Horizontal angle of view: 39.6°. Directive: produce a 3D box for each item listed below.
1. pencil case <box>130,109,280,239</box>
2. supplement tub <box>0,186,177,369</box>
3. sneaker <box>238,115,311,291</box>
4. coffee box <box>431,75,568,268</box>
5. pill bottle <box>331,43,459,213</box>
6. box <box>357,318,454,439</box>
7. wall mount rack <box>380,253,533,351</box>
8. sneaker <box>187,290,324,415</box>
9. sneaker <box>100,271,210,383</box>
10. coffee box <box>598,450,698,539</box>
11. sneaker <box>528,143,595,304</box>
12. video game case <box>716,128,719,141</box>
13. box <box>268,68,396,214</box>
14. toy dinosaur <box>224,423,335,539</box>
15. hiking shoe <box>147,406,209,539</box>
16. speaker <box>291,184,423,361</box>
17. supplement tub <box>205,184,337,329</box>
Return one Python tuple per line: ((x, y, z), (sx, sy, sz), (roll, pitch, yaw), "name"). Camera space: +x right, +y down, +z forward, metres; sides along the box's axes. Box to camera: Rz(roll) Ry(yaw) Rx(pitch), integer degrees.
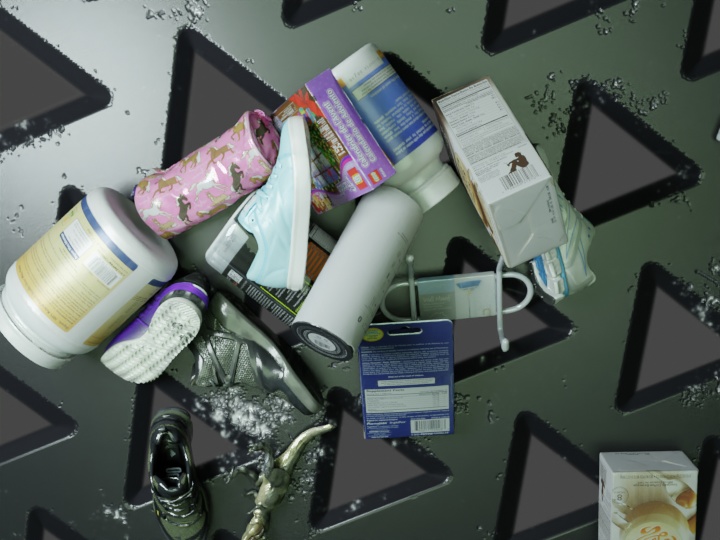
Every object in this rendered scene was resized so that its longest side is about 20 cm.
((-0.182, -0.116, 1.213), (0.199, 0.083, 0.087), (-26, 105, 24), "pencil case")
((-0.341, 0.011, 1.231), (0.200, 0.144, 0.145), (-41, 97, 6), "supplement tub")
((-0.096, -0.074, 1.123), (0.081, 0.074, 0.202), (3, 104, -5), "sneaker")
((0.160, -0.118, 1.166), (0.079, 0.201, 0.113), (-23, 136, 3), "coffee box")
((0.030, -0.164, 1.215), (0.112, 0.112, 0.200), (-36, 97, 6), "pill bottle")
((0.058, 0.131, 1.260), (0.120, 0.033, 0.201), (-3, 129, 1), "box")
((0.121, 0.029, 1.244), (0.198, 0.075, 0.175), (-6, 125, 2), "wall mount rack")
((-0.143, 0.131, 1.286), (0.199, 0.076, 0.114), (42, 99, -3), "sneaker")
((-0.251, 0.067, 1.276), (0.069, 0.100, 0.200), (40, 128, -20), "sneaker")
((0.375, 0.345, 1.311), (0.113, 0.080, 0.202), (-2, 99, 1), "coffee box")
((0.248, -0.064, 1.260), (0.086, 0.075, 0.202), (-16, 99, -17), "sneaker")
((0.570, -0.218, 1.246), (0.199, 0.024, 0.183), (18, 99, -2), "video game case")
((-0.044, -0.145, 1.178), (0.039, 0.200, 0.137), (-37, 97, -19), "box")
((-0.122, 0.268, 1.321), (0.088, 0.047, 0.201), (29, 98, -19), "toy dinosaur")
((-0.245, 0.285, 1.296), (0.075, 0.101, 0.202), (-9, 99, 3), "hiking shoe")
((0.000, 0.000, 1.156), (0.081, 0.081, 0.201), (30, 66, -4), "speaker")
((-0.081, -0.001, 1.238), (0.200, 0.123, 0.123), (39, 98, -5), "supplement tub")
